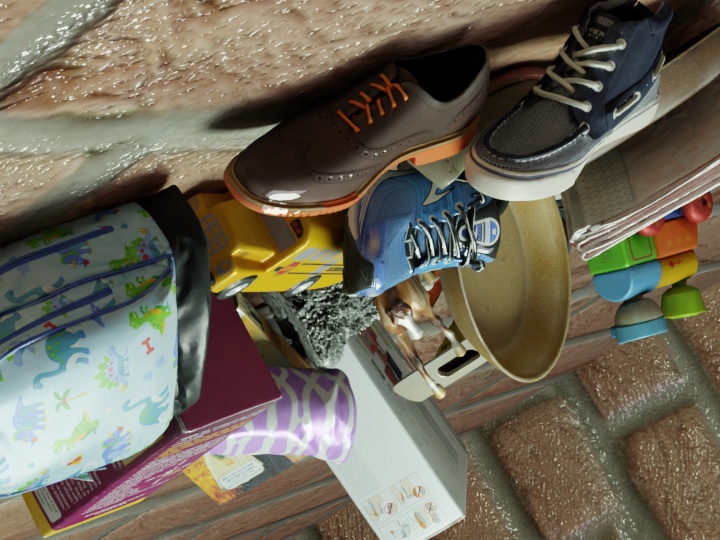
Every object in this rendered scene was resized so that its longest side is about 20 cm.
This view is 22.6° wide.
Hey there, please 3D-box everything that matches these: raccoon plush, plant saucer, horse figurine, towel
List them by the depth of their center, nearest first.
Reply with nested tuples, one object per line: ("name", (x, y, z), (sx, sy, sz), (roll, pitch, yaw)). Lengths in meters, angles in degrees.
("plant saucer", (0.203, -0.124, 1.387), (0.200, 0.035, 0.200), (-33, -179, 1))
("horse figurine", (0.039, 0.002, 1.397), (0.050, 0.200, 0.133), (-21, 132, 21))
("plant saucer", (0.109, -0.010, 1.430), (0.035, 0.201, 0.200), (-9, 180, 31))
("towel", (0.243, -0.106, 1.445), (0.191, 0.032, 0.200), (-31, -157, 15))
("raccoon plush", (0.000, 0.000, 1.450), (0.134, 0.097, 0.200), (-33, 170, -15))

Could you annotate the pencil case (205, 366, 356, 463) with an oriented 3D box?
("pencil case", (-0.103, 0.121, 1.458), (0.200, 0.086, 0.084), (1, -156, -17))

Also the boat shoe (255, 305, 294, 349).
("boat shoe", (-0.111, 0.084, 1.602), (0.202, 0.065, 0.074), (-25, 168, -17))

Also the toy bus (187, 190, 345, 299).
("toy bus", (-0.051, -0.027, 1.252), (0.078, 0.065, 0.200), (-32, 168, 19))

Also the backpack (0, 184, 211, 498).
("backpack", (-0.191, 0.053, 1.101), (0.200, 0.154, 0.163), (-7, 131, -21))

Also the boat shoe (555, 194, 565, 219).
("boat shoe", (0.247, -0.103, 1.557), (0.200, 0.074, 0.060), (-29, 133, 17))

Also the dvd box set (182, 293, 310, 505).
("dvd box set", (-0.114, 0.111, 1.532), (0.146, 0.029, 0.200), (-30, 134, 10))

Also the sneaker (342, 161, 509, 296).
("sneaker", (0.049, -0.035, 1.253), (0.089, 0.079, 0.200), (13, -152, 22))

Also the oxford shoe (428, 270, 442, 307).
("oxford shoe", (0.078, -0.033, 1.577), (0.073, 0.071, 0.200), (-52, -177, -35))

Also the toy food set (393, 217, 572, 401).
("toy food set", (0.107, 0.019, 1.595), (0.143, 0.060, 0.200), (-36, -164, 38))

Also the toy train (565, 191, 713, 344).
("toy train", (0.266, -0.012, 1.516), (0.200, 0.116, 0.085), (-14, -179, -44))

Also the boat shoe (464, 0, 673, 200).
("boat shoe", (0.139, -0.122, 1.192), (0.200, 0.075, 0.093), (-36, 143, -46))

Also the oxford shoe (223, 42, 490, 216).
("oxford shoe", (0.000, -0.094, 1.113), (0.200, 0.071, 0.073), (-28, 154, -36))

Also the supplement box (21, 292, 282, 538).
("supplement box", (-0.174, 0.090, 1.318), (0.103, 0.131, 0.200), (-16, 164, -48))

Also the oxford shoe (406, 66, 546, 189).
("oxford shoe", (0.093, -0.093, 1.273), (0.200, 0.075, 0.070), (-17, 162, -48))

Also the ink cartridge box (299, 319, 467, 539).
("ink cartridge box", (0.014, 0.140, 1.689), (0.084, 0.200, 0.176), (-32, -170, 12))
